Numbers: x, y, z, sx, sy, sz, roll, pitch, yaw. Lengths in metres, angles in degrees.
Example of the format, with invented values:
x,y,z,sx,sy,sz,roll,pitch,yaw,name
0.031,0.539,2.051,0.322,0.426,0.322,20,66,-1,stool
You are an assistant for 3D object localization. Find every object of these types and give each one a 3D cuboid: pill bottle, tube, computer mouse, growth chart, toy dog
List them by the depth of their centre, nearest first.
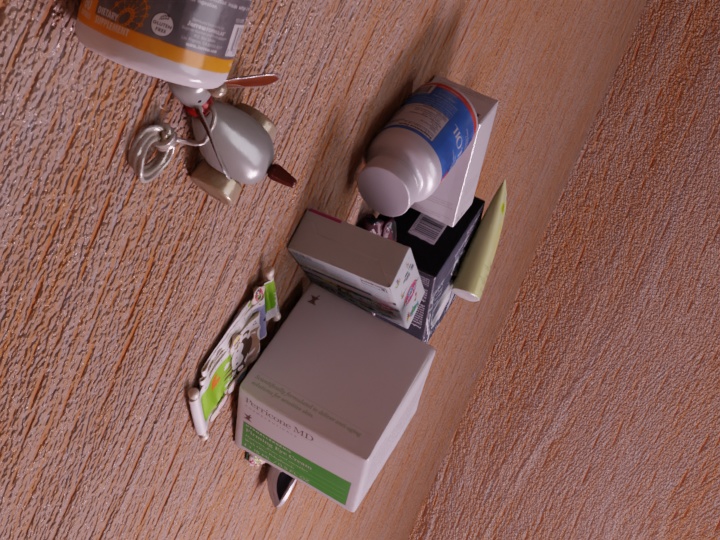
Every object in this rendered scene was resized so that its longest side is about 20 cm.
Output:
x,y,z,sx,sy,sz,roll,pitch,yaw,name
-0.119,-0.239,0.759,0.116,0.115,0.202,-19,131,-69,pill bottle
-0.112,-0.120,0.990,0.133,0.095,0.200,-67,165,6,toy dog
-0.153,0.105,1.338,0.201,0.018,0.145,-59,164,-20,growth chart
0.077,-0.166,1.522,0.201,0.111,0.113,-53,160,-38,pill bottle
-0.100,0.269,1.689,0.202,0.043,0.110,-63,-170,-4,computer mouse
0.208,-0.050,1.807,0.058,0.052,0.202,-4,-119,60,tube

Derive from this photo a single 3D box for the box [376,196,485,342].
x,y,z,sx,sy,sz,roll,pitch,yaw,name
0.104,-0.012,1.826,0.201,0.123,0.198,-54,163,-36,box

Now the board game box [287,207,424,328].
x,y,z,sx,sy,sz,roll,pitch,yaw,name
0.000,0.000,1.450,0.065,0.146,0.200,-64,165,-12,board game box

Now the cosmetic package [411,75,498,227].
x,y,z,sx,sy,sz,roll,pitch,yaw,name
0.131,-0.182,1.680,0.081,0.112,0.202,-47,158,-46,cosmetic package

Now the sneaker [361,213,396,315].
x,y,z,sx,sy,sz,roll,pitch,yaw,name
0.004,-0.016,1.604,0.201,0.075,0.117,-65,164,-45,sneaker

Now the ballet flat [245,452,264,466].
x,y,z,sx,sy,sz,roll,pitch,yaw,name
-0.094,0.206,1.597,0.201,0.063,0.076,-60,164,-18,ballet flat

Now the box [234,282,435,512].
x,y,z,sx,sy,sz,roll,pitch,yaw,name
-0.036,0.170,1.468,0.201,0.197,0.172,-55,167,-35,box
